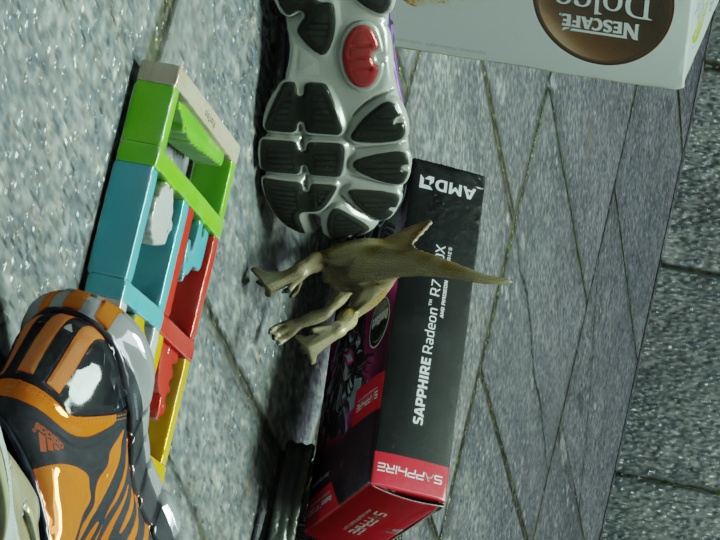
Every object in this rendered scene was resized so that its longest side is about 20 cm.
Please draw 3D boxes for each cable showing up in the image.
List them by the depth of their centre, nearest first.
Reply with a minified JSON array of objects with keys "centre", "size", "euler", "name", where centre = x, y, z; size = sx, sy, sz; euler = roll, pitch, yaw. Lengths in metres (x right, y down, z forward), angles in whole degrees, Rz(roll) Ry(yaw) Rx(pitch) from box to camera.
[{"centre":[-0.045,0.193,1.594],"size":[0.097,0.050,0.200],"euler":[90,16,-47],"name":"cable"}]

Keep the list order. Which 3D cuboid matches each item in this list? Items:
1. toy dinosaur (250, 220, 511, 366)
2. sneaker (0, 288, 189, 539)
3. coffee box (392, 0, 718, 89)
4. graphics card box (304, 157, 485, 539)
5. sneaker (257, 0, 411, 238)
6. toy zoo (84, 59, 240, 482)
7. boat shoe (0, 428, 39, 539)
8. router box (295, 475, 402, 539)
[{"centre":[0.000,0.000,1.504],"size":[0.058,0.101,0.200],"euler":[61,-15,-10],"name":"toy dinosaur"},{"centre":[-0.127,0.113,1.142],"size":[0.112,0.077,0.201],"euler":[-58,149,-44],"name":"sneaker"},{"centre":[0.116,-0.243,1.630],"size":[0.200,0.199,0.199],"euler":[-61,158,-57],"name":"coffee box"},{"centre":[0.020,0.050,1.624],"size":[0.125,0.051,0.201],"euler":[136,-34,-65],"name":"graphics card box"},{"centre":[-0.006,-0.111,1.479],"size":[0.084,0.080,0.201],"euler":[-75,171,-62],"name":"sneaker"},{"centre":[-0.098,0.019,1.286],"size":[0.131,0.020,0.201],"euler":[53,48,-73],"name":"toy zoo"},{"centre":[-0.152,0.090,1.005],"size":[0.069,0.074,0.201],"euler":[-86,178,-51],"name":"boat shoe"},{"centre":[-0.013,0.217,1.753],"size":[0.149,0.051,0.201],"euler":[-66,161,-54],"name":"router box"}]
